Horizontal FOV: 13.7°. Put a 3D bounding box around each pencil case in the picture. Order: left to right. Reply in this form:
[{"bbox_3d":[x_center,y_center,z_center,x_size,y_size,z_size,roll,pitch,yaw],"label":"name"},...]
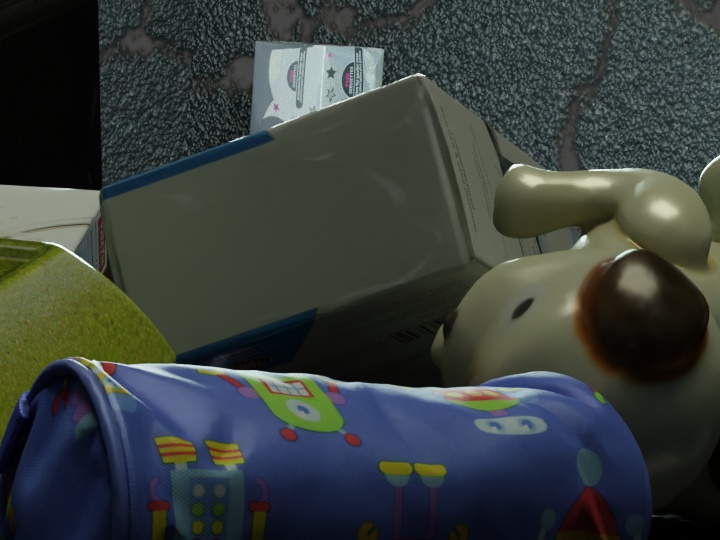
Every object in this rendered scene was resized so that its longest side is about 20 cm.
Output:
[{"bbox_3d":[-0.011,0.064,0.849,0.199,0.078,0.087,2,33,-38],"label":"pencil case"}]

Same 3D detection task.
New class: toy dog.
[{"bbox_3d":[0.107,0.047,1.087,0.199,0.140,0.194,2,40,-53],"label":"toy dog"}]

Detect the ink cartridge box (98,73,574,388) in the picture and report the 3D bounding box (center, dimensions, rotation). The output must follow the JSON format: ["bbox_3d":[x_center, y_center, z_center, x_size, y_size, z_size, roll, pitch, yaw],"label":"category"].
[{"bbox_3d":[0.000,0.000,1.246,0.146,0.086,0.200,-19,-13,15],"label":"ink cartridge box"}]

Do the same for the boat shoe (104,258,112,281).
[{"bbox_3d":[-0.100,0.020,1.521,0.199,0.073,0.072,12,-11,-32],"label":"boat shoe"}]

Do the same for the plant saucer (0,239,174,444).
[{"bbox_3d":[-0.188,0.026,0.996,0.198,0.048,0.200,6,18,19],"label":"plant saucer"}]

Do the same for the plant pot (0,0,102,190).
[{"bbox_3d":[-0.265,-0.051,1.586,0.198,0.202,0.177,6,15,25],"label":"plant pot"}]

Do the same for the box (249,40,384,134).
[{"bbox_3d":[-0.057,-0.182,3.743,0.132,0.202,0.114,8,7,44],"label":"box"}]

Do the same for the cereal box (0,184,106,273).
[{"bbox_3d":[-0.190,0.017,1.174,0.143,0.040,0.200,4,25,7],"label":"cereal box"}]
